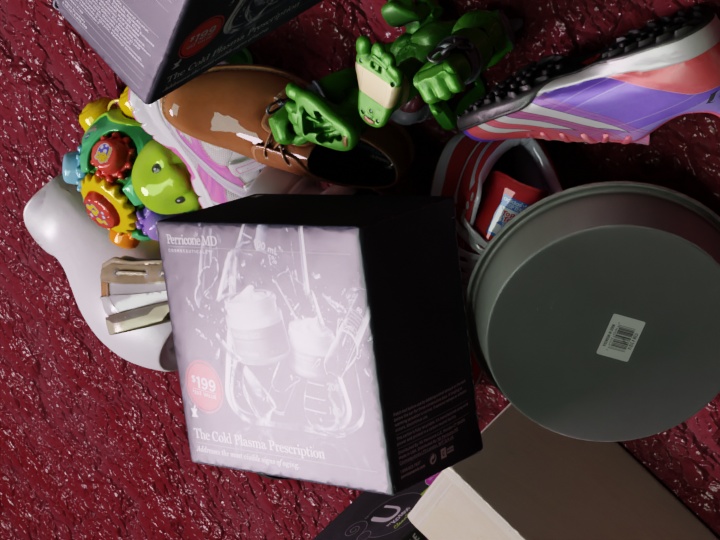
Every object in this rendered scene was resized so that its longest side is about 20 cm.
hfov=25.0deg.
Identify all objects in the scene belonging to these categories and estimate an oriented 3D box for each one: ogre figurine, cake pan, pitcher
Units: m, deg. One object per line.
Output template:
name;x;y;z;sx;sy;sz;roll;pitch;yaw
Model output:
ogre figurine;0.029;-0.135;1.128;0.098;0.120;0.200;53;144;4
cake pan;0.170;0.036;1.095;0.200;0.037;0.201;1;121;1
pitcher;-0.219;0.013;1.567;0.200;0.121;0.172;42;170;25

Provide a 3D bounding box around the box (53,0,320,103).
box;-0.083;-0.237;1.076;0.104;0.200;0.182;46;146;10

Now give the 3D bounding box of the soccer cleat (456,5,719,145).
soccer cleat;0.150;-0.105;1.044;0.200;0.068;0.073;-16;110;38

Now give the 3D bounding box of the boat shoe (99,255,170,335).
boat shoe;-0.137;0.000;1.422;0.075;0.199;0.069;4;-109;-81

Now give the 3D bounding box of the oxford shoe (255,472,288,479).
oxford shoe;-0.007;0.134;1.360;0.084;0.200;0.073;0;97;49

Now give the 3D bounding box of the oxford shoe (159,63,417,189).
oxford shoe;-0.057;-0.106;1.219;0.199;0.071;0.072;13;117;1

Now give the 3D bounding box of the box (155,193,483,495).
box;-0.031;0.044;1.132;0.200;0.104;0.183;2;104;42

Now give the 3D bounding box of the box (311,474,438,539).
box;0.076;0.281;1.430;0.124;0.148;0.200;-9;114;53

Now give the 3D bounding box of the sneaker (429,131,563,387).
sneaker;0.084;-0.004;1.130;0.112;0.071;0.201;177;102;-70

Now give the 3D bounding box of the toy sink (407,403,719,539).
toy sink;0.160;0.209;1.287;0.200;0.130;0.112;43;145;10

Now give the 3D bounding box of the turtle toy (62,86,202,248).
turtle toy;-0.187;-0.083;1.424;0.200;0.101;0.146;-12;119;53

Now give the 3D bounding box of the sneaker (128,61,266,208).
sneaker;-0.097;-0.096;1.311;0.088;0.081;0.200;2;145;44

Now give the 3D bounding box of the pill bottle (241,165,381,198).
pill bottle;0.000;0.000;1.258;0.200;0.120;0.120;31;142;11

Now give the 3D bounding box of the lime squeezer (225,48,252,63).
lime squeezer;-0.114;-0.159;1.341;0.200;0.038;0.071;10;129;43
